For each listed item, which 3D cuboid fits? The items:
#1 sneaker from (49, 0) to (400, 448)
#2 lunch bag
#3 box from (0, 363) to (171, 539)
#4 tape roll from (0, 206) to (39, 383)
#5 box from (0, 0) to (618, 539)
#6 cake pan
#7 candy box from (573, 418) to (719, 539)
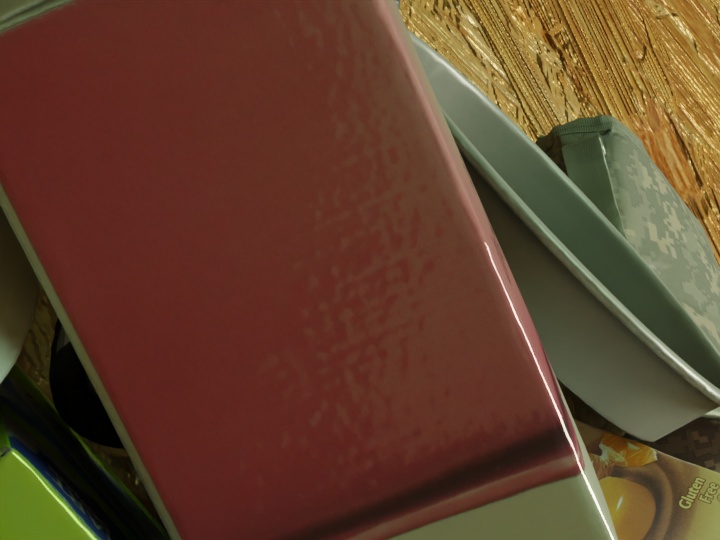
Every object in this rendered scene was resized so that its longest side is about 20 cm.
[{"bbox_3d":[-0.065,-0.030,0.728,0.075,0.115,0.200,40,66,-31],"label":"sneaker"},{"bbox_3d":[0.123,0.046,0.974,0.200,0.117,0.164,63,14,-53],"label":"lunch bag"},{"bbox_3d":[-0.083,0.090,0.619,0.122,0.048,0.200,50,-4,-14],"label":"box"},{"bbox_3d":[-0.199,-0.016,0.539,0.203,0.139,0.203,38,34,-32],"label":"tape roll"},{"bbox_3d":[-0.020,-0.006,0.586,0.128,0.109,0.200,-102,167,-70],"label":"box"},{"bbox_3d":[0.065,-0.011,0.801,0.200,0.037,0.200,44,11,-11],"label":"cake pan"},{"bbox_3d":[0.053,0.143,0.742,0.200,0.115,0.055,-54,153,-35],"label":"candy box"}]
